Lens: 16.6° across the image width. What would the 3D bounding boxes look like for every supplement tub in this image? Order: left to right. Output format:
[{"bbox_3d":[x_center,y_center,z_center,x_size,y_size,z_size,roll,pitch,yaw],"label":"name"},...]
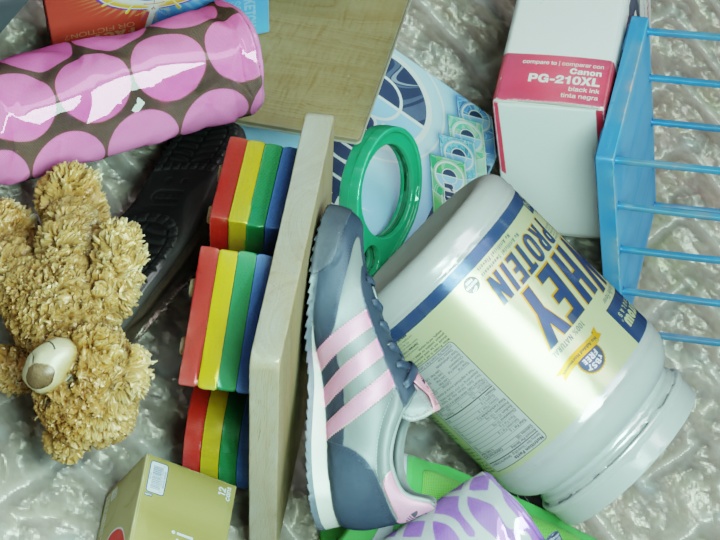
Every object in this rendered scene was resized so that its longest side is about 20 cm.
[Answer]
[{"bbox_3d":[0.105,0.053,1.601,0.200,0.145,0.145,44,49,-5],"label":"supplement tub"}]

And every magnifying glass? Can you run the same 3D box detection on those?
[{"bbox_3d":[0.000,0.000,1.654,0.080,0.022,0.201,25,75,-57],"label":"magnifying glass"}]

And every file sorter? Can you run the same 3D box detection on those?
[{"bbox_3d":[0.242,-0.056,1.755,0.122,0.200,0.139,8,51,14],"label":"file sorter"}]

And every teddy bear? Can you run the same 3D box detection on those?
[{"bbox_3d":[-0.190,0.018,1.514,0.067,0.144,0.201,51,32,-52],"label":"teddy bear"}]

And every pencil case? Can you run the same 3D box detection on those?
[{"bbox_3d":[-0.166,-0.120,1.609,0.199,0.094,0.091,-14,110,-16],"label":"pencil case"},{"bbox_3d":[0.028,0.207,1.514,0.200,0.084,0.086,-33,125,-7],"label":"pencil case"}]

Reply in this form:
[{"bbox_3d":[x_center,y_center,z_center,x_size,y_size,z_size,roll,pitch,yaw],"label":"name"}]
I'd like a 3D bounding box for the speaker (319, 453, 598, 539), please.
[{"bbox_3d":[0.077,0.186,1.606,0.199,0.088,0.089,25,52,-16],"label":"speaker"}]

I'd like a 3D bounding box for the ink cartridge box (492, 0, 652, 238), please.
[{"bbox_3d":[0.158,-0.147,1.806,0.084,0.145,0.201,5,52,13],"label":"ink cartridge box"}]

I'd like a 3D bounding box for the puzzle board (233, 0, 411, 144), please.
[{"bbox_3d":[-0.077,-0.154,1.702,0.199,0.017,0.151,9,51,12],"label":"puzzle board"}]

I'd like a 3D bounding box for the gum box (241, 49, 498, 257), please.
[{"bbox_3d":[-0.009,-0.090,1.746,0.200,0.045,0.170,35,50,-10],"label":"gum box"}]

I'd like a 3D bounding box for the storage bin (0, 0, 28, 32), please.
[{"bbox_3d":[-0.304,-0.225,1.597,0.134,0.145,0.200,-16,72,-47],"label":"storage bin"}]

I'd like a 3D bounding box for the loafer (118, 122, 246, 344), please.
[{"bbox_3d":[-0.123,-0.010,1.606,0.200,0.073,0.071,-54,135,-30],"label":"loafer"}]

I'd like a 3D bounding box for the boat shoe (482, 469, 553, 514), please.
[{"bbox_3d":[0.133,0.086,1.712,0.072,0.065,0.201,27,53,-18],"label":"boat shoe"}]

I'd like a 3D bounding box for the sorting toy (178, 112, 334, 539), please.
[{"bbox_3d":[-0.068,0.036,1.549,0.069,0.200,0.199,8,51,4],"label":"sorting toy"}]

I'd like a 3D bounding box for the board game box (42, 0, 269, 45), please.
[{"bbox_3d":[-0.136,-0.207,1.607,0.152,0.200,0.040,-12,67,-6],"label":"board game box"}]

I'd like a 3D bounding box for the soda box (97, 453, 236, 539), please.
[{"bbox_3d":[-0.130,0.217,1.473,0.064,0.068,0.201,23,53,-18],"label":"soda box"}]

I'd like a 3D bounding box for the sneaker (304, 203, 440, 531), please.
[{"bbox_3d":[0.009,0.059,1.515,0.082,0.070,0.201,-1,92,10],"label":"sneaker"}]
